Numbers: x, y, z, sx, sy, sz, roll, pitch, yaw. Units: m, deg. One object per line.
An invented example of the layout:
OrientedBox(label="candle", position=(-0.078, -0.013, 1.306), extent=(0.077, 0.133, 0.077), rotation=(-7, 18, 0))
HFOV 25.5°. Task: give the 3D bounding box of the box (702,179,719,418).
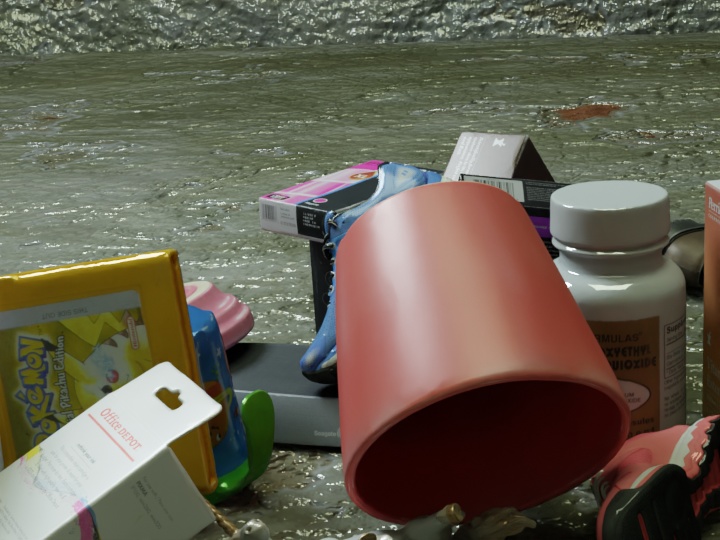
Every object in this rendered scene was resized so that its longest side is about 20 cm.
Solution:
OrientedBox(label="box", position=(0.330, 0.041, 1.182), extent=(0.106, 0.201, 0.152), rotation=(-6, 16, -8))

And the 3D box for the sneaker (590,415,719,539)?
OrientedBox(label="sneaker", position=(0.191, 0.158, 1.085), extent=(0.086, 0.074, 0.200), rotation=(-9, 8, 32))

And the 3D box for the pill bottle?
OrientedBox(label="pill bottle", position=(0.192, 0.039, 1.216), extent=(0.114, 0.201, 0.114), rotation=(-3, 17, 1))

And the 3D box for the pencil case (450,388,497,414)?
OrientedBox(label="pencil case", position=(0.095, 0.099, 1.253), extent=(0.078, 0.087, 0.200), rotation=(41, 24, 0))

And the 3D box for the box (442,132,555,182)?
OrientedBox(label="box", position=(0.139, -0.024, 1.413), extent=(0.075, 0.200, 0.101), rotation=(7, 61, 33))

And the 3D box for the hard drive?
OrientedBox(label="hard drive", position=(-0.072, 0.101, 1.334), extent=(0.199, 0.043, 0.135), rotation=(3, 18, 21))

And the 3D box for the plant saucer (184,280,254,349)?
OrientedBox(label="plant saucer", position=(-0.193, 0.059, 1.390), extent=(0.199, 0.051, 0.201), rotation=(-20, 10, 3))

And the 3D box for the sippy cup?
OrientedBox(label="sippy cup", position=(-0.151, 0.098, 1.208), extent=(0.177, 0.131, 0.140), rotation=(-4, 16, 0))

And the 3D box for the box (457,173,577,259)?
OrientedBox(label="box", position=(0.134, 0.004, 1.323), extent=(0.142, 0.201, 0.036), rotation=(5, 48, -7))

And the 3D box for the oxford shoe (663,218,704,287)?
OrientedBox(label="oxford shoe", position=(0.384, -0.017, 1.617), extent=(0.199, 0.073, 0.084), rotation=(-18, 39, -35))

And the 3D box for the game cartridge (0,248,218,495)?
OrientedBox(label="game cartridge", position=(-0.213, 0.086, 1.141), extent=(0.199, 0.177, 0.032), rotation=(-9, 5, 9))

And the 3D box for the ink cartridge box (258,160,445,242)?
OrientedBox(label="ink cartridge box", position=(0.010, -0.069, 1.460), extent=(0.094, 0.037, 0.199), rotation=(12, 22, 42))

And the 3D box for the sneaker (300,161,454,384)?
OrientedBox(label="sneaker", position=(0.000, 0.000, 1.293), extent=(0.089, 0.201, 0.079), rotation=(26, -16, 12))

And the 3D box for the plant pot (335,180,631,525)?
OrientedBox(label="plant pot", position=(0.068, 0.050, 1.082), extent=(0.199, 0.201, 0.178), rotation=(-6, 56, -10))

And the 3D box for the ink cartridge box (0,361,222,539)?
OrientedBox(label="ink cartridge box", position=(-0.173, 0.152, 1.018), extent=(0.200, 0.068, 0.116), rotation=(-36, 27, -14))

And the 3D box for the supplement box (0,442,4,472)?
OrientedBox(label="supplement box", position=(-0.312, 0.109, 1.083), extent=(0.101, 0.201, 0.103), rotation=(1, 18, 12))

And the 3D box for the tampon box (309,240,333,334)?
OrientedBox(label="tampon box", position=(0.068, -0.005, 1.510), extent=(0.149, 0.127, 0.200), rotation=(7, 21, 33))

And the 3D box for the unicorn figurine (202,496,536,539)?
OrientedBox(label="unicorn figurine", position=(0.000, 0.181, 1.011), extent=(0.199, 0.074, 0.137), rotation=(9, -14, -20))
